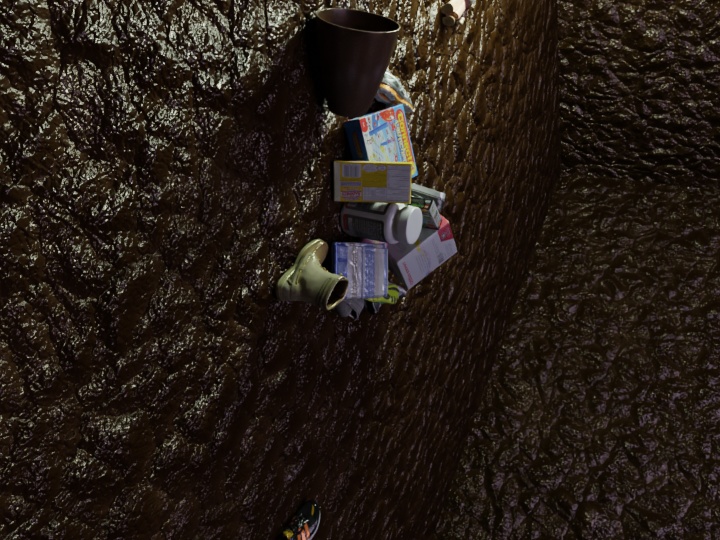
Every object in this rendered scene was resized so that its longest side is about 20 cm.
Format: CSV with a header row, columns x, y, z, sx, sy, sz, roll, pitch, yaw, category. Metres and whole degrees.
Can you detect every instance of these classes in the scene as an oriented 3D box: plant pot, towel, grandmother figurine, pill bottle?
x,y,z,sx,sy,sz,roll,pitch,yaw,category
-0.018,-0.460,1.225,0.187,0.185,0.202,-41,150,-46,plant pot
0.000,0.000,1.428,0.198,0.024,0.149,-1,90,-44,towel
0.329,-0.869,1.776,0.201,0.060,0.122,-53,152,-33,grandmother figurine
0.056,-0.134,1.440,0.114,0.198,0.115,-33,129,-51,pill bottle

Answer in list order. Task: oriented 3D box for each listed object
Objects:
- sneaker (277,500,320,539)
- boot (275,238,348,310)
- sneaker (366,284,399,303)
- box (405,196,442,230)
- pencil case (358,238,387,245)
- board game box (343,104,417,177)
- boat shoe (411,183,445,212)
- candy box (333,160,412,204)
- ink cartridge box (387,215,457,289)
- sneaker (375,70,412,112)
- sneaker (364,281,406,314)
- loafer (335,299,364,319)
x,y,z,sx,sy,sz,roll,pitch,yaw,category
-0.179,0.732,1.513,0.201,0.069,0.091,-56,148,-30,sneaker
-0.089,0.008,1.284,0.201,0.154,0.073,-53,142,-40,boot
0.029,0.060,1.542,0.199,0.083,0.075,23,67,-47,sneaker
0.127,-0.173,1.550,0.035,0.198,0.110,-66,149,-18,box
0.033,-0.079,1.546,0.083,0.086,0.202,91,20,-72,pencil case
0.059,-0.321,1.448,0.195,0.055,0.202,-33,115,-43,board game box
0.146,-0.217,1.579,0.071,0.197,0.065,19,86,-85,boat shoe
0.030,-0.224,1.369,0.026,0.197,0.104,-75,167,-66,candy box
0.163,-0.078,1.642,0.199,0.145,0.146,-37,140,-8,ink cartridge box
0.094,-0.490,1.496,0.200,0.077,0.078,18,73,-65,sneaker
0.064,0.086,1.695,0.199,0.074,0.117,25,84,-51,sneaker
-0.043,0.092,1.492,0.200,0.069,0.071,27,69,-61,loafer
